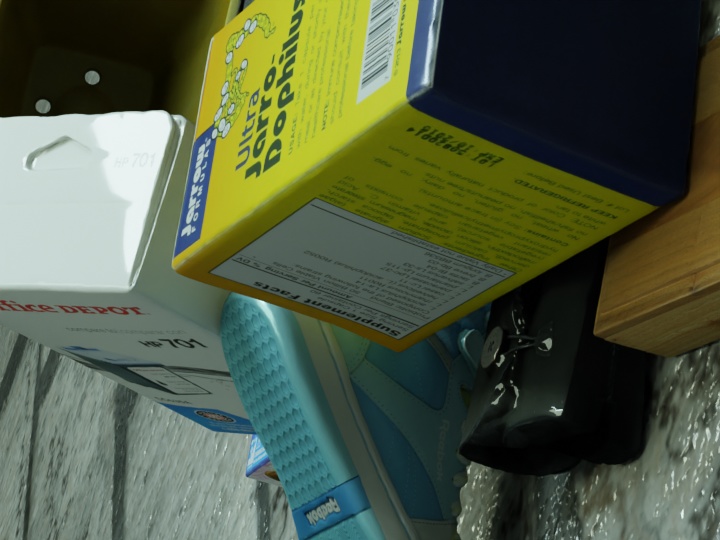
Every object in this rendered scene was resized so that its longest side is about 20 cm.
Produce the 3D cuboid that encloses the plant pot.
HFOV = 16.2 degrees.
[{"bbox_3d":[-0.219,-0.152,2.076,0.200,0.193,0.197,129,153,-72],"label":"plant pot"}]

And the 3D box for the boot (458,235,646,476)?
[{"bbox_3d":[0.075,-0.013,1.032,0.165,0.065,0.201,140,139,-69],"label":"boot"}]

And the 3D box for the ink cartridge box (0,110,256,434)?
[{"bbox_3d":[-0.074,0.007,1.160,0.146,0.200,0.086,1,70,43],"label":"ink cartridge box"}]

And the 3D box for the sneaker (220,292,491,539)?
[{"bbox_3d":[0.034,0.080,1.074,0.079,0.130,0.201,-19,92,59],"label":"sneaker"}]

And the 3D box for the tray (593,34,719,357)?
[{"bbox_3d":[0.137,-0.037,0.853,0.200,0.037,0.099,146,137,-71],"label":"tray"}]

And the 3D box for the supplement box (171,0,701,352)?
[{"bbox_3d":[0.025,-0.061,0.949,0.200,0.108,0.110,-31,44,54],"label":"supplement box"}]

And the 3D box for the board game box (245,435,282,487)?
[{"bbox_3d":[0.000,0.000,1.338,0.200,0.041,0.201,139,144,-65],"label":"board game box"}]
